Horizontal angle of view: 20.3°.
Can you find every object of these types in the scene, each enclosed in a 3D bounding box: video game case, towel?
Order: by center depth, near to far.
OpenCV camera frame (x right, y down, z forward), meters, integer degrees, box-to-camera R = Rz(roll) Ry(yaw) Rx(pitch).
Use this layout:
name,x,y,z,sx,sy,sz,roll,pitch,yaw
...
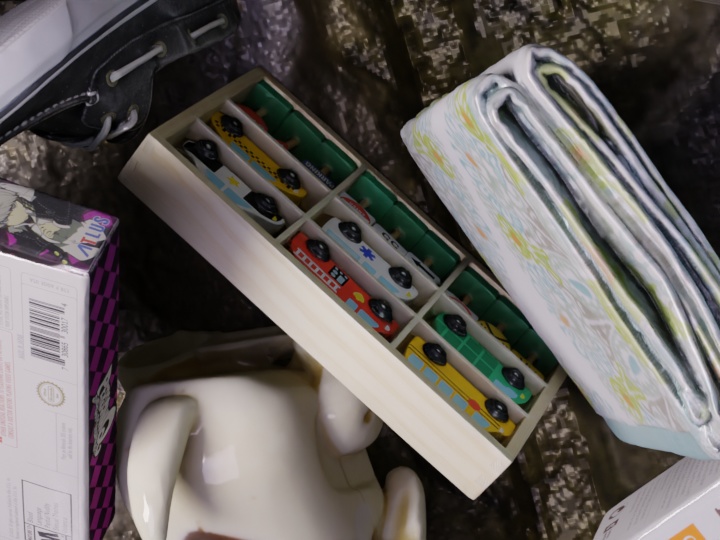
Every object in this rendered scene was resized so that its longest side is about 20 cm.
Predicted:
name,x,y,z,sx,sy,sz,roll,pitch,yaw
video game case,-0.184,0.026,0.803,0.180,0.036,0.201,18,140,8
towel,0.091,-0.007,0.808,0.048,0.200,0.172,-35,93,-7

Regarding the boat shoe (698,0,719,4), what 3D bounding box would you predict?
name,x,y,z,sx,sy,sz,roll,pitch,yaw
boat shoe,0.074,-0.156,0.796,0.199,0.073,0.063,13,97,-14

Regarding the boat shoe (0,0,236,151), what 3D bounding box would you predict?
name,x,y,z,sx,sy,sz,roll,pitch,yaw
boat shoe,-0.111,-0.086,0.841,0.072,0.200,0.071,-11,114,44

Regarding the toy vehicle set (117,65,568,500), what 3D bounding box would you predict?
name,x,y,z,sx,sy,sz,roll,pitch,yaw
toy vehicle set,0.000,0.000,0.870,0.200,0.124,0.027,42,117,1

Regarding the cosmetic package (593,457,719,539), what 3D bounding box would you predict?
name,x,y,z,sx,sy,sz,roll,pitch,yaw
cosmetic package,0.202,0.106,0.866,0.200,0.071,0.102,-40,92,26

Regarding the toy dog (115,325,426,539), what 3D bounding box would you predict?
name,x,y,z,sx,sy,sz,roll,pitch,yaw
toy dog,-0.031,0.131,0.897,0.139,0.194,0.201,-11,99,10
